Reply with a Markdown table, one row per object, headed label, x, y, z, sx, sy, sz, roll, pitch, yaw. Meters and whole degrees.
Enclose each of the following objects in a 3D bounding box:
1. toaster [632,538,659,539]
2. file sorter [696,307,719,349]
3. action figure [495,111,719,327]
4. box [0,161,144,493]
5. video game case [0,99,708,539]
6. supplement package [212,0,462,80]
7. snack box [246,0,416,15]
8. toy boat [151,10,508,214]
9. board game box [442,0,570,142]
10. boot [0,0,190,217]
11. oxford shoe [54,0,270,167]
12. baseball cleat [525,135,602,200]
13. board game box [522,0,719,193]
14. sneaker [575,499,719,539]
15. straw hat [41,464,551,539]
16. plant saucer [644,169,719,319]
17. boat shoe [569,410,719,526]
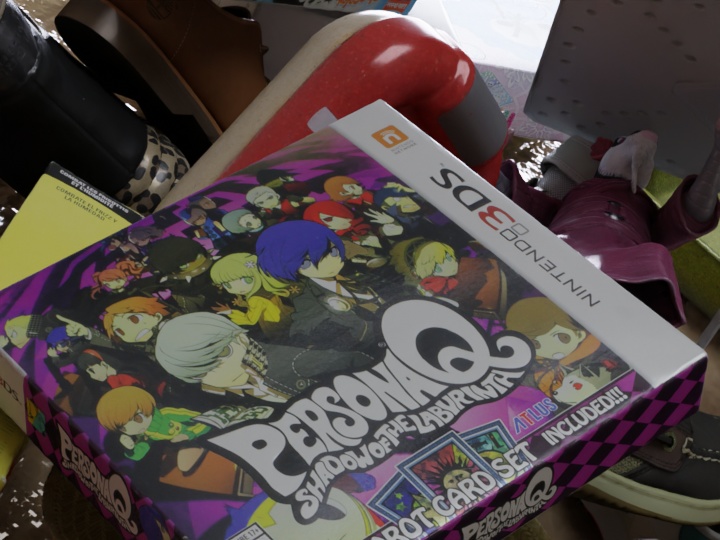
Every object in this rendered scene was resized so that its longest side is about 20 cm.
| label | x | y | z | sx | sy | sz | roll | pitch | yaw |
| --- | --- | --- | --- | --- | --- | --- | --- | --- | --- |
| toaster | 0.129 | 0.190 | 0.829 | 0.199 | 0.130 | 0.114 | 24 | 31 | -15 |
| file sorter | 0.255 | 0.101 | 1.088 | 0.138 | 0.125 | 0.200 | -6 | 46 | -46 |
| action figure | 0.116 | 0.000 | 1.035 | 0.133 | 0.150 | 0.200 | 5 | 29 | 15 |
| box | -0.141 | 0.039 | 0.853 | 0.050 | 0.076 | 0.200 | 29 | 28 | -5 |
| video game case | -0.010 | 0.032 | 0.776 | 0.199 | 0.036 | 0.181 | -28 | 51 | -30 |
| supplement package | -0.041 | -0.132 | 1.156 | 0.120 | 0.120 | 0.201 | 15 | 34 | -25 |
| snack box | -0.053 | -0.166 | 1.001 | 0.116 | 0.037 | 0.200 | 43 | 20 | 19 |
| toy boat | 0.000 | 0.000 | 0.921 | 0.130 | 0.200 | 0.131 | 36 | -9 | 37 |
| board game box | 0.091 | -0.135 | 1.310 | 0.197 | 0.044 | 0.200 | 6 | 27 | -26 |
| boot | -0.168 | -0.080 | 0.993 | 0.150 | 0.073 | 0.199 | 42 | -16 | -31 |
| oxford shoe | -0.061 | -0.078 | 1.023 | 0.071 | 0.072 | 0.200 | 23 | -20 | 36 |
| baseball cleat | 0.074 | -0.021 | 1.116 | 0.070 | 0.107 | 0.199 | 34 | 21 | 33 |
| board game box | 0.185 | -0.084 | 1.046 | 0.198 | 0.200 | 0.026 | 21 | 72 | 3 |
| sneaker | 0.144 | 0.089 | 1.030 | 0.070 | 0.094 | 0.201 | 16 | 34 | -27 |
| straw hat | -0.025 | 0.130 | 0.806 | 0.199 | 0.086 | 0.201 | 7 | 20 | -3 |
| plant saucer | 0.242 | -0.009 | 1.319 | 0.200 | 0.048 | 0.199 | 44 | 31 | 18 |
| boat shoe | 0.097 | 0.054 | 0.888 | 0.200 | 0.066 | 0.072 | 14 | 17 | -37 |
